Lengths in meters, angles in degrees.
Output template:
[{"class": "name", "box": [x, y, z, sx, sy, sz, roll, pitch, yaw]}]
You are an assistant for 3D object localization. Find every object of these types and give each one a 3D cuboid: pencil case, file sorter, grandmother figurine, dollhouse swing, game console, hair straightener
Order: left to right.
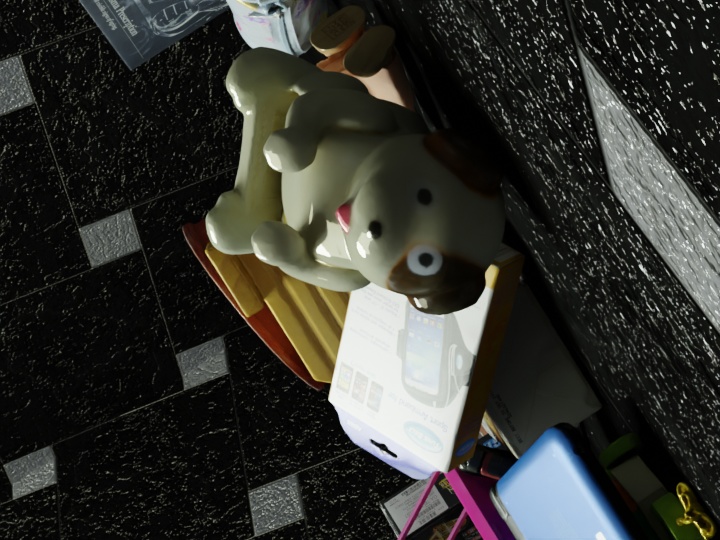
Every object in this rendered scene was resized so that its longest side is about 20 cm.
[{"class": "pencil case", "box": [-0.071, -0.229, 1.351, 0.091, 0.083, 0.200, 59, 179, 4]}, {"class": "dollhouse swing", "box": [0.000, 0.000, 1.410, 0.177, 0.199, 0.182, 59, 179, -5]}, {"class": "grandmother figurine", "box": [0.024, -0.102, 1.231, 0.121, 0.060, 0.200, 51, 173, 43]}, {"class": "hair straightener", "box": [0.127, 0.165, 1.337, 0.199, 0.041, 0.077, 13, 180, -21]}, {"class": "file sorter", "box": [0.142, 0.247, 1.375, 0.199, 0.126, 0.139, 16, -157, -29]}, {"class": "game console", "box": [0.193, 0.204, 1.176, 0.201, 0.118, 0.171, 57, 147, 17]}]

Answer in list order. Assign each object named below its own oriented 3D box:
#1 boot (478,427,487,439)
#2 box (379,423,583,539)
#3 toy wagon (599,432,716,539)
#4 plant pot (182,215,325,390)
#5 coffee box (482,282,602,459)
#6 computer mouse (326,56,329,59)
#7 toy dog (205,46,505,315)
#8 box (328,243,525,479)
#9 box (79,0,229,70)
[{"class": "boot", "box": [0.104, 0.087, 1.691, 0.189, 0.068, 0.200, 56, 166, 12]}, {"class": "box", "box": [0.128, 0.211, 1.625, 0.050, 0.198, 0.200, 59, 179, 24]}, {"class": "toy wagon", "box": [0.215, 0.187, 1.163, 0.156, 0.039, 0.200, 58, 179, 21]}, {"class": "plant pot", "box": [-0.028, -0.029, 1.575, 0.201, 0.195, 0.201, 49, -177, -4]}, {"class": "coffee box", "box": [0.117, 0.074, 1.361, 0.113, 0.080, 0.200, 58, 178, -2]}, {"class": "computer mouse", "box": [0.006, -0.157, 1.488, 0.059, 0.034, 0.200, 43, -178, 10]}, {"class": "toy dog", "box": [0.012, -0.042, 1.074, 0.193, 0.141, 0.200, 13, -170, -30]}, {"class": "box", "box": [0.044, 0.054, 1.251, 0.119, 0.041, 0.201, 30, 124, 29]}, {"class": "box", "box": [-0.166, -0.288, 1.410, 0.104, 0.181, 0.200, 57, 179, 17]}]
